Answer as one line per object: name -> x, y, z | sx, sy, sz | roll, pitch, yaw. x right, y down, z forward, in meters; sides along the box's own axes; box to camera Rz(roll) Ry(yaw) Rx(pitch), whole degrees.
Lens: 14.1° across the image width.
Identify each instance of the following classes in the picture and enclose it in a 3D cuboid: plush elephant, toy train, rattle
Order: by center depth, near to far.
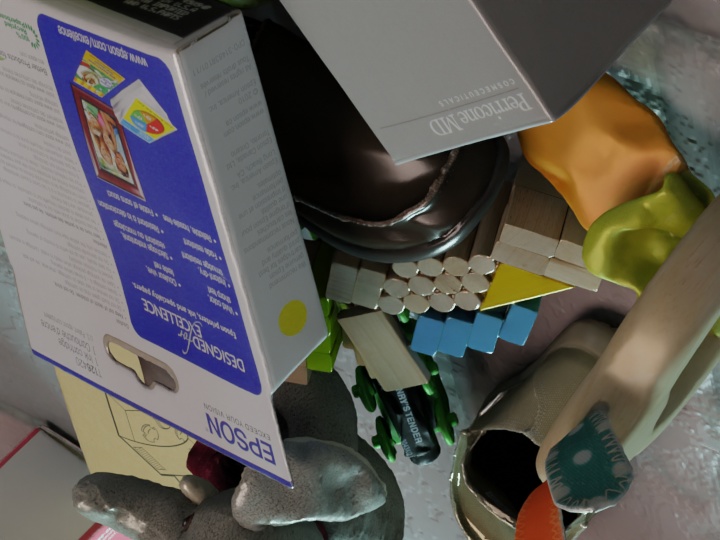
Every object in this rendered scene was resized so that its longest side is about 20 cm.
rattle -> 0.072, 0.012, 1.069 | 0.143, 0.200, 0.130 | 46, 152, -1
plush elephant -> -0.054, 0.118, 1.279 | 0.200, 0.165, 0.155 | 26, -171, 23
toy train -> 0.000, 0.000, 1.307 | 0.042, 0.056, 0.200 | -16, 120, 8

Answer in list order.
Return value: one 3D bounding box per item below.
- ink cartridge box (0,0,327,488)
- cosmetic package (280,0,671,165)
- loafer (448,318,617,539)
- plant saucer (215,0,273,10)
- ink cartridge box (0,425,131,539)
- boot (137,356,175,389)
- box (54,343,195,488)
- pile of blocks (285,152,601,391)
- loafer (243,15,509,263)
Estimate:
ink cartridge box -> -0.094, -0.031, 1.195 | 0.197, 0.047, 0.200 | 23, 137, 47
cosmetic package -> 0.010, -0.145, 1.066 | 0.200, 0.090, 0.107 | 55, 148, -13
loafer -> 0.075, 0.087, 1.308 | 0.076, 0.068, 0.200 | 40, 152, 9
plant saucer -> -0.112, -0.144, 1.164 | 0.200, 0.031, 0.200 | 21, -177, -1
ink cartridge box -> -0.205, 0.212, 1.769 | 0.083, 0.147, 0.200 | 33, 151, 22
boot -> -0.114, 0.006, 1.442 | 0.200, 0.072, 0.167 | 26, 142, 23
box -> -0.088, 0.095, 1.588 | 0.200, 0.021, 0.164 | 27, 147, 32
pile of blocks -> 0.024, -0.002, 1.230 | 0.200, 0.062, 0.082 | -9, 131, 27
loafer -> -0.028, -0.060, 1.185 | 0.200, 0.073, 0.071 | 20, 168, 40
